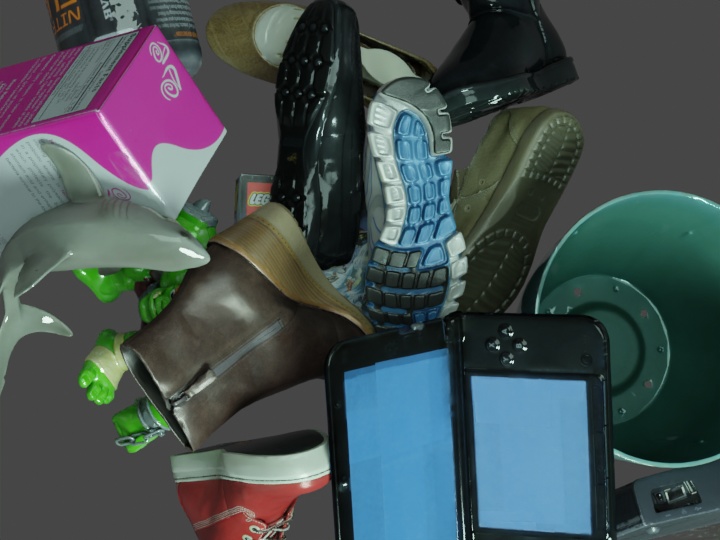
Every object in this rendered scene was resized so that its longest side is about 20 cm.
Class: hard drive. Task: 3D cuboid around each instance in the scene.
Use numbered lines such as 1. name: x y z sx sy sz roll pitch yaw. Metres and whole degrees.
1. hard drive: 0.256 0.172 1.447 0.199 0.135 0.043 -8 75 -29

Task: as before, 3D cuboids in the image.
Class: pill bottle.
1. pill bottle: -0.180 -0.194 1.437 0.106 0.106 0.201 -15 87 -11

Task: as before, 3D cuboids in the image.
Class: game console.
1. game console: 0.079 0.137 1.319 0.170 0.118 0.201 1 103 22

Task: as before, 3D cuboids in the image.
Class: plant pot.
1. plant pot: 0.206 0.053 1.451 0.199 0.161 0.202 2 81 -11

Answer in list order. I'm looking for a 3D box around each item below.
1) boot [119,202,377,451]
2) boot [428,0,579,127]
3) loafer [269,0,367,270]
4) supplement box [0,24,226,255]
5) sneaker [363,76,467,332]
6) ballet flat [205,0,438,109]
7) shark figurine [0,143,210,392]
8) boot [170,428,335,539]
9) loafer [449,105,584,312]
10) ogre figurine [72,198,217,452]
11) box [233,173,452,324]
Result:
1. boot: -0.073 0.070 1.371 0.166 0.072 0.200 -48 123 -26
2. boot: 0.082 -0.203 1.462 0.200 0.076 0.169 -23 90 -55
3. loafer: -0.024 -0.101 1.431 0.070 0.068 0.202 1 96 -42
4. supplement box: -0.212 -0.087 1.356 0.101 0.199 0.104 57 41 -30
5. sneaker: 0.035 -0.045 1.403 0.075 0.087 0.201 -1 102 -8
6. ballet flat: -0.021 -0.165 1.480 0.199 0.072 0.068 22 81 -7
7. shark figurine: -0.218 0.003 1.311 0.128 0.214 0.090 45 43 -18
8. boot: -0.065 0.193 1.378 0.072 0.200 0.145 -11 86 -30
9. loafer: 0.097 -0.037 1.453 0.076 0.067 0.201 30 93 -40
10. ogre figurine: -0.149 0.024 1.421 0.119 0.098 0.201 -12 71 24
11. box: 0.000 0.000 1.484 0.199 0.040 0.138 3 85 -10
